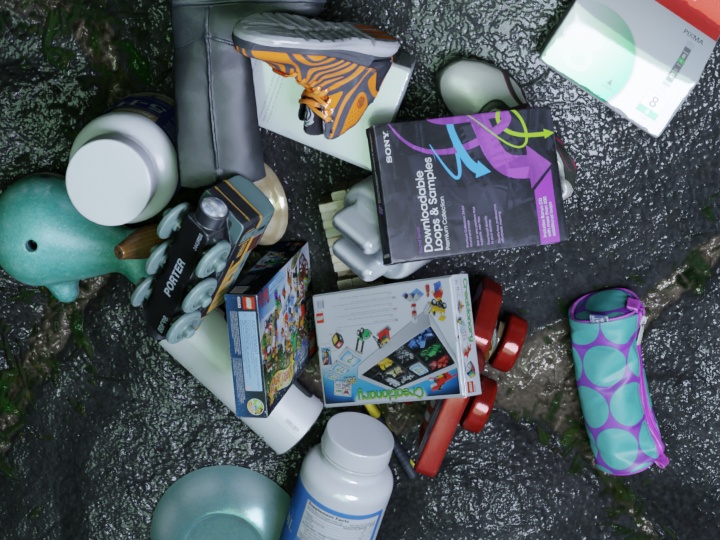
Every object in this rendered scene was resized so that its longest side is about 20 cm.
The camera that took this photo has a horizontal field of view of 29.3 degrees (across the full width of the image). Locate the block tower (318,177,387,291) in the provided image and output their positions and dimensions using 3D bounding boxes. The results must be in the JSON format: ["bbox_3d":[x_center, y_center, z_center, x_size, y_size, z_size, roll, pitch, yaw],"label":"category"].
[{"bbox_3d":[0.000,0.000,1.579,0.053,0.058,0.202,-11,104,8],"label":"block tower"}]

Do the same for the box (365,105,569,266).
[{"bbox_3d":[0.111,-0.088,1.426,0.197,0.036,0.145,-8,89,-13],"label":"box"}]

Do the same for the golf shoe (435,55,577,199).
[{"bbox_3d":[0.164,-0.156,1.503,0.200,0.088,0.077,42,103,-7],"label":"golf shoe"}]

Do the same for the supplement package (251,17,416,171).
[{"bbox_3d":[-0.052,-0.206,1.488,0.198,0.117,0.118,22,106,-1],"label":"supplement package"}]

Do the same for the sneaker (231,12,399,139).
[{"bbox_3d":[-0.049,-0.185,1.349,0.198,0.077,0.113,-1,120,-41],"label":"sneaker"}]

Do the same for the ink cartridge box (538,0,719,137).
[{"bbox_3d":[0.310,-0.269,1.480,0.160,0.050,0.201,32,108,-5],"label":"ink cartridge box"}]

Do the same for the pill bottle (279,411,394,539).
[{"bbox_3d":[-0.025,0.269,1.615,0.111,0.113,0.202,17,118,-1],"label":"pill bottle"}]

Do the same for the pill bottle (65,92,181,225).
[{"bbox_3d":[-0.247,-0.117,1.486,0.118,0.200,0.121,1,107,3],"label":"pill bottle"}]

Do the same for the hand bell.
[{"bbox_3d":[-0.182,-0.047,1.492,0.103,0.199,0.105,21,122,37],"label":"hand bell"}]

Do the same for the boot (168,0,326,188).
[{"bbox_3d":[-0.113,-0.187,1.403,0.163,0.066,0.203,0,106,5],"label":"boot"}]

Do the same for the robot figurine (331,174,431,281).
[{"bbox_3d":[0.061,-0.067,1.500,0.113,0.199,0.171,42,147,28],"label":"robot figurine"}]

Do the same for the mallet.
[{"bbox_3d":[0.014,0.170,1.623,0.041,0.066,0.201,-27,103,15],"label":"mallet"}]

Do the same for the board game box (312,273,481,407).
[{"bbox_3d":[0.036,0.078,1.491,0.198,0.034,0.128,-8,87,40],"label":"board game box"}]

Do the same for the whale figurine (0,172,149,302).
[{"bbox_3d":[-0.325,-0.032,1.568,0.198,0.104,0.161,17,107,-1],"label":"whale figurine"}]

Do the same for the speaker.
[{"bbox_3d":[-0.141,0.120,1.611,0.200,0.081,0.081,43,105,-7],"label":"speaker"}]

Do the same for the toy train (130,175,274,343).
[{"bbox_3d":[-0.162,-0.009,1.421,0.085,0.114,0.201,43,133,15],"label":"toy train"}]

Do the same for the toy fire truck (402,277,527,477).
[{"bbox_3d":[0.112,0.116,1.545,0.111,0.168,0.202,23,107,-3],"label":"toy fire truck"}]

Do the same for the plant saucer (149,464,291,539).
[{"bbox_3d":[-0.165,0.341,1.702,0.198,0.039,0.204,1,107,3],"label":"plant saucer"}]

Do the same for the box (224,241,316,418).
[{"bbox_3d":[-0.096,0.061,1.527,0.037,0.200,0.138,0,107,14],"label":"box"}]

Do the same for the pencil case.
[{"bbox_3d":[0.295,0.128,1.578,0.092,0.085,0.202,-1,110,34],"label":"pencil case"}]
